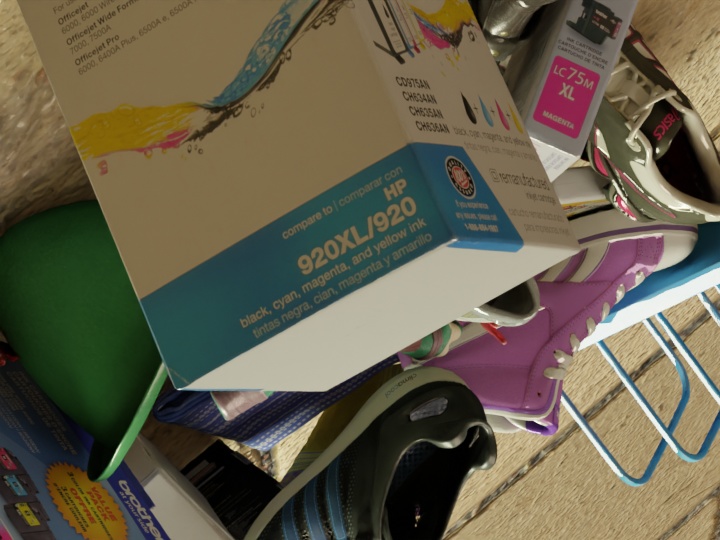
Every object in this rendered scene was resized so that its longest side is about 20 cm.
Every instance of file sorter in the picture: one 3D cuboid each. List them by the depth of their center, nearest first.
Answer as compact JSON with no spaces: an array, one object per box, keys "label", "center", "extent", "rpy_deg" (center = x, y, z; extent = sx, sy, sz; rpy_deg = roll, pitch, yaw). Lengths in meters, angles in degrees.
[{"label":"file sorter","center":[0.222,0.027,1.806],"extent":[0.199,0.123,0.139],"rpy_deg":[-27,-163,36]}]

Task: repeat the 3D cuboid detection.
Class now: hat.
[{"label":"hat","center":[-0.172,-0.003,1.426],"extent":[0.200,0.175,0.167],"rpy_deg":[-157,-91,-81]}]

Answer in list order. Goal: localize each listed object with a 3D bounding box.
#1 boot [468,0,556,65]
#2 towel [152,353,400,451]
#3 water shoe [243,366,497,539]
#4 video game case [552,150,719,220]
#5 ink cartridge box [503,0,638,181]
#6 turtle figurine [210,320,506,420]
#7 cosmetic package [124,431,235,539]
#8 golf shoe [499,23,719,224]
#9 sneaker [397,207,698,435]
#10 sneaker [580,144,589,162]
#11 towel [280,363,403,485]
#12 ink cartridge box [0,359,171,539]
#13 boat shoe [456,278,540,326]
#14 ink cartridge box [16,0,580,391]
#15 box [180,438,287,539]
[{"label":"boot","center":[0.082,-0.191,1.451],"extent":[0.174,0.069,0.201],"rpy_deg":[139,-32,-69]},{"label":"towel","center":[-0.032,0.060,1.753],"extent":[0.144,0.024,0.200],"rpy_deg":[-34,163,10]},{"label":"water shoe","center":[-0.004,0.143,1.616],"extent":[0.071,0.079,0.201],"rpy_deg":[27,105,-32]},{"label":"video game case","center":[0.110,-0.027,1.765],"extent":[0.182,0.023,0.199],"rpy_deg":[-26,168,41]},{"label":"ink cartridge box","center":[0.114,-0.139,1.501],"extent":[0.119,0.042,0.201],"rpy_deg":[137,-27,-74]},{"label":"turtle figurine","center":[0.000,0.000,1.584],"extent":[0.199,0.150,0.101],"rpy_deg":[-24,-161,-3]},{"label":"cosmetic package","center":[-0.167,0.184,1.639],"extent":[0.200,0.090,0.107],"rpy_deg":[-41,-157,-1]},{"label":"golf shoe","center":[0.137,-0.104,1.599],"extent":[0.077,0.088,0.200],"rpy_deg":[-48,118,-9]},{"label":"sneaker","center":[0.114,0.034,1.704],"extent":[0.199,0.115,0.073],"rpy_deg":[-16,170,-17]},{"label":"sneaker","center":[0.139,-0.109,1.708],"extent":[0.075,0.085,0.200],"rpy_deg":[-45,159,1]},{"label":"towel","center":[-0.005,0.124,1.793],"extent":[0.143,0.023,0.200],"rpy_deg":[-9,-143,46]},{"label":"ink cartridge box","center":[-0.180,0.116,1.468],"extent":[0.076,0.137,0.200],"rpy_deg":[-44,161,19]},{"label":"boat shoe","center":[0.013,-0.043,1.490],"extent":[0.075,0.065,0.202],"rpy_deg":[-49,116,-10]},{"label":"ink cartridge box","center":[-0.028,-0.068,1.272],"extent":[0.144,0.201,0.147],"rpy_deg":[-29,167,22]},{"label":"box","center":[-0.117,0.195,1.728],"extent":[0.200,0.049,0.160],"rpy_deg":[-40,-157,-12]}]
